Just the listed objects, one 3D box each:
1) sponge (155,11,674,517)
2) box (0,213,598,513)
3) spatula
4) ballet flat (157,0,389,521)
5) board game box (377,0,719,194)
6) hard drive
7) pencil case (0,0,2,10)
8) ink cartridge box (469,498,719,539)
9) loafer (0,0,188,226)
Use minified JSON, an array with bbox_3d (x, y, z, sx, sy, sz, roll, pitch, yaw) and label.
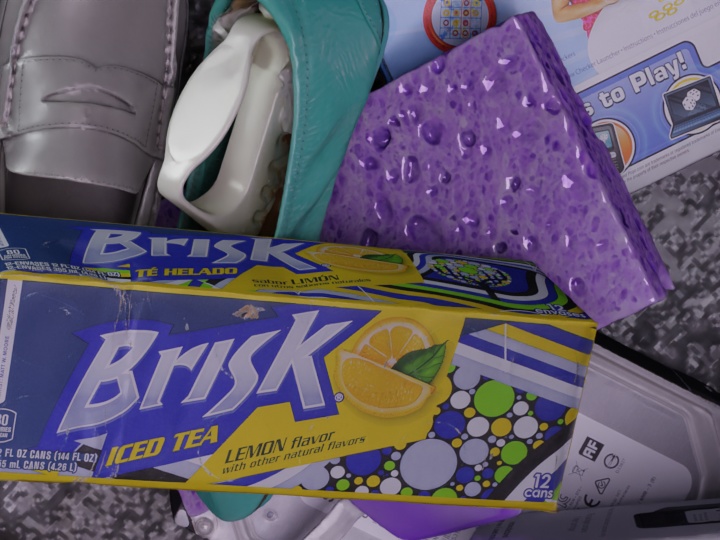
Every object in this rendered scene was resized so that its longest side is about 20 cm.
[{"bbox_3d":[0.000,0.000,0.861,0.199,0.030,0.112,-26,88,21],"label":"sponge"},{"bbox_3d":[-0.030,0.030,0.770,0.199,0.064,0.070,5,107,-20],"label":"box"},{"bbox_3d":[-0.030,0.111,0.904,0.200,0.021,0.056,-32,121,28],"label":"spatula"},{"bbox_3d":[-0.047,-0.012,0.820,0.070,0.067,0.201,5,104,-42],"label":"ballet flat"},{"bbox_3d":[0.086,-0.133,0.885,0.199,0.056,0.197,-25,106,-2],"label":"board game box"},{"bbox_3d":[0.043,0.076,0.940,0.199,0.038,0.140,27,98,-13],"label":"hard drive"},{"bbox_3d":[-0.145,-0.169,0.830,0.088,0.088,0.201,8,102,-10],"label":"pencil case"},{"bbox_3d":[0.146,0.160,0.876,0.199,0.083,0.146,-5,93,9],"label":"ink cartridge box"},{"bbox_3d":[-0.094,-0.046,0.819,0.070,0.070,0.201,4,108,-17],"label":"loafer"}]
